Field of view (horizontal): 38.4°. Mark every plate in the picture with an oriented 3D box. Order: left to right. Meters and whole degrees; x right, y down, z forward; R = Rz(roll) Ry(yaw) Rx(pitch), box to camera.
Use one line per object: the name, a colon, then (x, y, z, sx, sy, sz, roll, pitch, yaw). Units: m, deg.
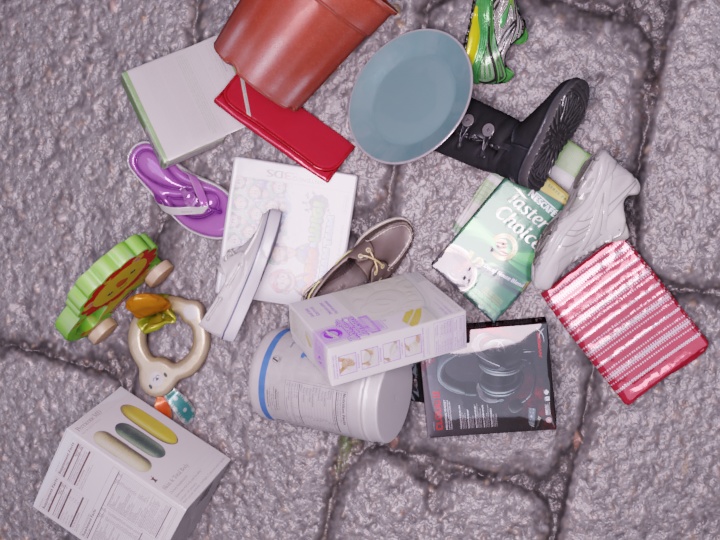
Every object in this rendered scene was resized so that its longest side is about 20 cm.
plate: (0.071, -0.238, 1.429, 0.199, 0.026, 0.202, -11, 69, 31)

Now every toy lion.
toy lion: (-0.359, 0.026, 1.461, 0.200, 0.192, 0.069, -45, 86, 9)

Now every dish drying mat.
dish drying mat: (-0.107, -0.209, 1.471, 0.199, 0.018, 0.077, 35, 63, 1)

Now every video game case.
video game case: (-0.107, -0.052, 1.489, 0.181, 0.024, 0.202, 9, 95, 1)

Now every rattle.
rattle: (-0.286, 0.136, 1.487, 0.129, 0.143, 0.202, 11, 89, -10)

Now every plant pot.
plant pot: (-0.085, -0.337, 1.404, 0.201, 0.201, 0.196, 41, 105, 5)

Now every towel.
towel: (0.240, -0.095, 1.444, 0.149, 0.031, 0.201, 34, 95, 4)
towel: (0.366, 0.069, 1.432, 0.144, 0.022, 0.200, -38, 85, 11)

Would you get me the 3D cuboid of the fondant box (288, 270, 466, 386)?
fondant box: (0.022, 0.073, 1.375, 0.199, 0.144, 0.059, -15, 117, -20)

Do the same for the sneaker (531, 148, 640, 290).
sneaker: (0.298, -0.051, 1.346, 0.099, 0.078, 0.201, 31, 97, -3)

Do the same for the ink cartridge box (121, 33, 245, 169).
ink cartridge box: (-0.227, -0.254, 1.499, 0.199, 0.048, 0.146, -26, 89, -15)

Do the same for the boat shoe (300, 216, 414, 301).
boat shoe: (0.000, 0.000, 1.453, 0.200, 0.060, 0.072, -39, 98, -2)

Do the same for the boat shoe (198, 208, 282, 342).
boat shoe: (-0.169, 0.001, 1.447, 0.065, 0.074, 0.201, 23, 93, -4)

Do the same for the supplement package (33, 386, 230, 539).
supplement package: (-0.324, 0.302, 1.474, 0.199, 0.152, 0.151, 32, 114, 6)

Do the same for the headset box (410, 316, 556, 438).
headset box: (0.167, 0.149, 1.441, 0.198, 0.077, 0.150, -5, 92, 8)

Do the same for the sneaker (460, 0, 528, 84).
sneaker: (0.193, -0.354, 1.418, 0.085, 0.078, 0.201, 11, 104, 2)

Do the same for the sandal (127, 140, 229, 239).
sandal: (-0.264, -0.112, 1.510, 0.202, 0.050, 0.083, 35, 98, 5)

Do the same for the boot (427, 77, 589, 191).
boot: (0.188, -0.210, 1.396, 0.199, 0.066, 0.165, 27, 83, 40)

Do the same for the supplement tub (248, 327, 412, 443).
supplement tub: (-0.042, 0.157, 1.427, 0.199, 0.132, 0.133, 8, 94, 23)

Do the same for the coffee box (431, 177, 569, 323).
coffee box: (0.203, -0.043, 1.412, 0.123, 0.044, 0.200, 42, 95, 3)
